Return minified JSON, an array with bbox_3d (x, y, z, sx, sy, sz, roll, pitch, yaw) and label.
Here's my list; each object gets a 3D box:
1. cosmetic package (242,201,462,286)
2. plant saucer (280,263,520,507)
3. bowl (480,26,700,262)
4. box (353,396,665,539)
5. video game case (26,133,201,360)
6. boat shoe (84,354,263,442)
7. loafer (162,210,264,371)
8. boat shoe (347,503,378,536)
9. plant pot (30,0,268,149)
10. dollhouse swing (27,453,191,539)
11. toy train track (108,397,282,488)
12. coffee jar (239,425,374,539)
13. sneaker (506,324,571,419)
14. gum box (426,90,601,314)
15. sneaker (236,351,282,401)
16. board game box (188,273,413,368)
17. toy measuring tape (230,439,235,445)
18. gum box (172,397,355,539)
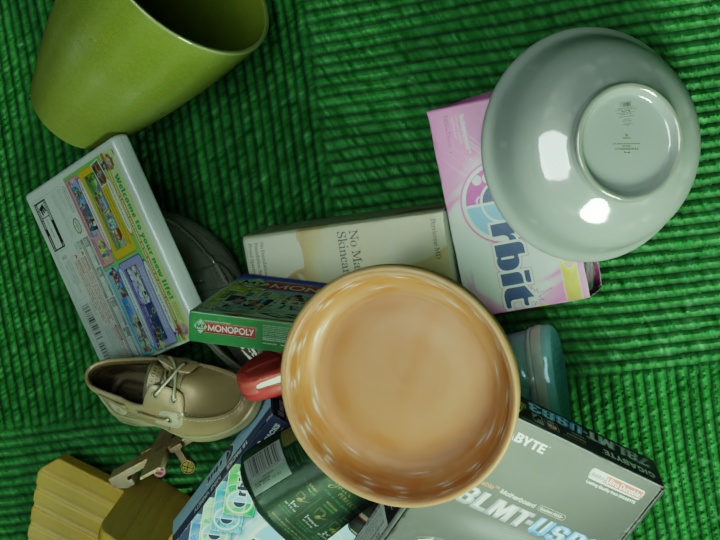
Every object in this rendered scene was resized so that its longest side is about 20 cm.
[{"bbox_3d":[0.000,0.000,1.456,0.198,0.071,0.106,-9,97,20],"label":"cosmetic package"},{"bbox_3d":[0.034,0.090,1.264,0.198,0.037,0.202,4,104,17],"label":"plant saucer"},{"bbox_3d":[0.208,-0.106,1.311,0.199,0.090,0.203,-1,94,-15],"label":"bowl"},{"bbox_3d":[0.126,0.211,1.353,0.199,0.050,0.199,26,114,-20],"label":"box"},{"bbox_3d":[-0.236,-0.011,1.517,0.181,0.022,0.201,-23,91,49],"label":"video game case"},{"bbox_3d":[-0.179,0.116,1.482,0.199,0.065,0.072,-3,58,36],"label":"boat shoe"},{"bbox_3d":[-0.142,0.026,1.508,0.070,0.070,0.200,-44,85,19],"label":"loafer"},{"bbox_3d":[0.065,0.272,1.453,0.199,0.071,0.063,30,112,-22],"label":"boat shoe"},{"bbox_3d":[-0.216,-0.209,1.451,0.187,0.187,0.200,50,124,4],"label":"plant pot"},{"bbox_3d":[-0.275,0.308,1.549,0.174,0.182,0.202,16,112,6],"label":"dollhouse swing"},{"bbox_3d":[-0.152,0.166,1.523,0.199,0.115,0.033,-29,103,11],"label":"toy train track"},{"bbox_3d":[0.000,0.154,1.378,0.199,0.086,0.104,-34,126,9],"label":"coffee jar"},{"bbox_3d":[0.127,0.154,1.440,0.129,0.079,0.202,-5,88,17],"label":"sneaker"},{"bbox_3d":[0.137,-0.069,1.402,0.112,0.066,0.202,-10,96,20],"label":"gum box"},{"bbox_3d":[-0.014,0.120,1.435,0.198,0.078,0.117,-12,104,-23],"label":"sneaker"},{"bbox_3d":[-0.033,0.042,1.365,0.198,0.135,0.029,6,106,15],"label":"board game box"},{"bbox_3d":[-0.123,0.206,1.534,0.199,0.074,0.074,-36,87,20],"label":"toy measuring tape"},{"bbox_3d":[-0.050,0.233,1.484,0.199,0.045,0.170,31,110,-19],"label":"gum box"}]
